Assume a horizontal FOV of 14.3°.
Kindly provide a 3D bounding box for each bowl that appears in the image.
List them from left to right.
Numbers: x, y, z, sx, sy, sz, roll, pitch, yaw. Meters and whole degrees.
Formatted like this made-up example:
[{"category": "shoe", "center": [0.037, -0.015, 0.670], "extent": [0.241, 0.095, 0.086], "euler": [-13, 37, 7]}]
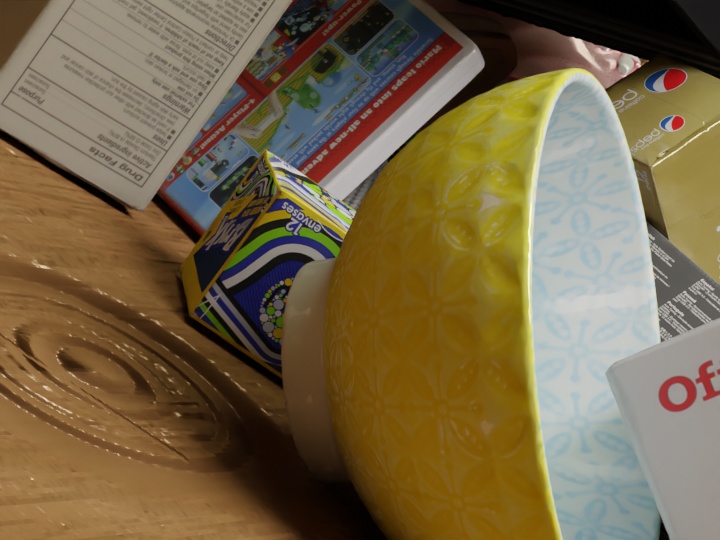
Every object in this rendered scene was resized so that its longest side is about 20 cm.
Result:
[{"category": "bowl", "center": [0.035, 0.033, 1.010], "extent": [0.107, 0.201, 0.200], "euler": [-5, -4, 18]}]

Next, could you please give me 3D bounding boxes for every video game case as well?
[{"category": "video game case", "center": [-0.059, -0.102, 1.289], "extent": [0.200, 0.143, 0.017], "euler": [43, -7, 33]}]

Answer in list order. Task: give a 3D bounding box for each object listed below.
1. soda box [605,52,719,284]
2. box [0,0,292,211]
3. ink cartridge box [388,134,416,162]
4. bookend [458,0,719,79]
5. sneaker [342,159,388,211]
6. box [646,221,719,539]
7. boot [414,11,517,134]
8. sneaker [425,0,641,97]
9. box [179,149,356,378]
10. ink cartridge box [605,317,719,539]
[{"category": "soda box", "center": [0.150, 0.009, 1.272], "extent": [0.068, 0.064, 0.200], "euler": [31, -33, 49]}, {"category": "box", "center": [-0.078, -0.136, 1.190], "extent": [0.095, 0.200, 0.078], "euler": [32, 10, -30]}, {"category": "ink cartridge box", "center": [0.024, -0.142, 1.461], "extent": [0.146, 0.200, 0.084], "euler": [30, 11, -10]}, {"category": "bookend", "center": [0.073, -0.180, 1.233], "extent": [0.198, 0.092, 0.200], "euler": [21, -9, 32]}, {"category": "sneaker", "center": [0.000, 0.000, 1.296], "extent": [0.200, 0.074, 0.082], "euler": [-144, -142, -70]}, {"category": "box", "center": [0.119, 0.049, 1.248], "extent": [0.200, 0.044, 0.160], "euler": [43, -26, 33]}, {"category": "boot", "center": [-0.040, -0.121, 1.355], "extent": [0.070, 0.199, 0.146], "euler": [80, -6, -46]}, {"category": "sneaker", "center": [0.104, -0.108, 1.358], "extent": [0.200, 0.105, 0.075], "euler": [27, -5, 27]}, {"category": "box", "center": [0.026, 0.039, 1.151], "extent": [0.200, 0.064, 0.070], "euler": [34, 9, -15]}, {"category": "ink cartridge box", "center": [0.202, 0.100, 1.011], "extent": [0.200, 0.146, 0.146], "euler": [70, 17, 11]}]
